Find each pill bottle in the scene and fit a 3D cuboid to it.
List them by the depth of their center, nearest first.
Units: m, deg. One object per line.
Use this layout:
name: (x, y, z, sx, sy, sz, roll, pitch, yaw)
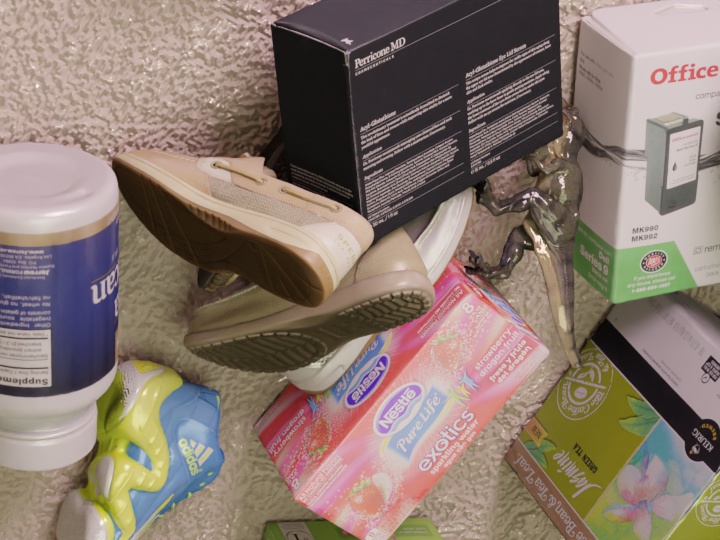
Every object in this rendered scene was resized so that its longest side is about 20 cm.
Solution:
pill bottle: (-0.215, 0.027, 1.238, 0.110, 0.111, 0.201, -7, 120, -20)

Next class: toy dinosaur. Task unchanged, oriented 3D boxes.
toy dinosaur: (0.122, -0.030, 1.344, 0.088, 0.047, 0.202, 0, 88, -16)

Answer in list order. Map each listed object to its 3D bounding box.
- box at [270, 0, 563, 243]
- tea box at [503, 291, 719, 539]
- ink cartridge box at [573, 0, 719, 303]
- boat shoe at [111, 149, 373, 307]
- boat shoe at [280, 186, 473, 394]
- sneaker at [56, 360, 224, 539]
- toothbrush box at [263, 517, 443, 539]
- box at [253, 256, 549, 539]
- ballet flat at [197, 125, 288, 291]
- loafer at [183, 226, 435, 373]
box: (0.043, -0.126, 1.247, 0.199, 0.079, 0.142, -29, 131, -35)
tea box: (0.249, 0.146, 1.454, 0.133, 0.200, 0.197, 26, 104, -33)
ink cartridge box: (0.235, -0.092, 1.386, 0.145, 0.084, 0.201, -11, 121, -19)
boat shoe: (-0.079, -0.040, 1.227, 0.065, 0.199, 0.072, -45, 139, -28)
boat shoe: (0.000, 0.000, 1.342, 0.069, 0.071, 0.200, 32, 103, -34)
sneaker: (-0.154, 0.164, 1.364, 0.104, 0.076, 0.201, 9, 112, -28)
toothbrush box: (0.017, 0.280, 1.428, 0.145, 0.200, 0.087, 1, 117, -25)
box: (0.028, 0.089, 1.386, 0.094, 0.103, 0.200, 35, 101, -34)
ballet flat: (-0.049, -0.068, 1.289, 0.046, 0.067, 0.201, 28, 97, -24)
loafer: (-0.036, 0.018, 1.290, 0.199, 0.069, 0.076, -17, 151, 29)
